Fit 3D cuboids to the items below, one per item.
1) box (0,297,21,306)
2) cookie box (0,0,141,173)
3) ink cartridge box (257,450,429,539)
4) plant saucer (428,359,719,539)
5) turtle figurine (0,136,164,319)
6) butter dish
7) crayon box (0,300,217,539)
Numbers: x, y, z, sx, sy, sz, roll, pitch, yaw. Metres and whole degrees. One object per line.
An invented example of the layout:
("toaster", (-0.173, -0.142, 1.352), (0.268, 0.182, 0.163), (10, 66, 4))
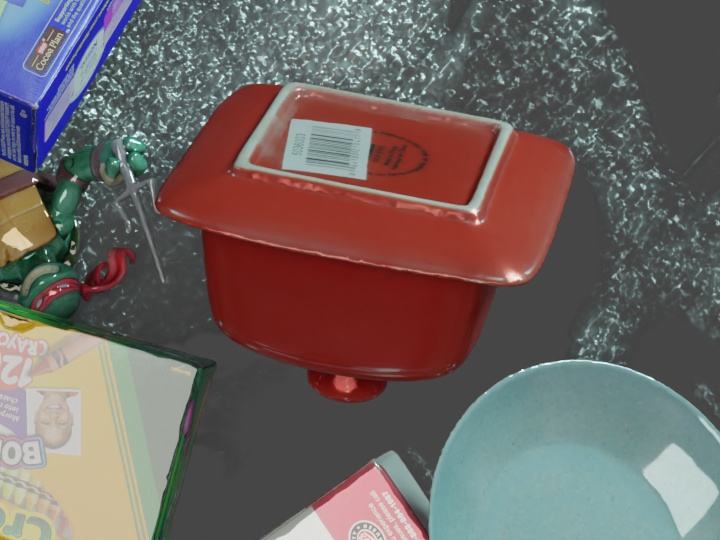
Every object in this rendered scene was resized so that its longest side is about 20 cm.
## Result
("box", (-0.204, 0.122, 1.402), (0.175, 0.097, 0.201), (21, 93, 5))
("cookie box", (-0.225, -0.171, 1.372), (0.199, 0.075, 0.172), (24, 60, 6))
("ink cartridge box", (-0.028, 0.214, 1.384), (0.199, 0.083, 0.146), (-35, 87, 6))
("plant saucer", (0.121, 0.149, 1.355), (0.199, 0.039, 0.203), (8, 67, -20))
("turtle figurine", (-0.198, -0.039, 1.394), (0.149, 0.101, 0.201), (-29, 71, -20))
("butter dish", (0.000, 0.000, 1.347), (0.198, 0.200, 0.149), (12, 116, 7))
("crayon box", (-0.186, 0.079, 1.321), (0.198, 0.058, 0.120), (15, 92, 6))
